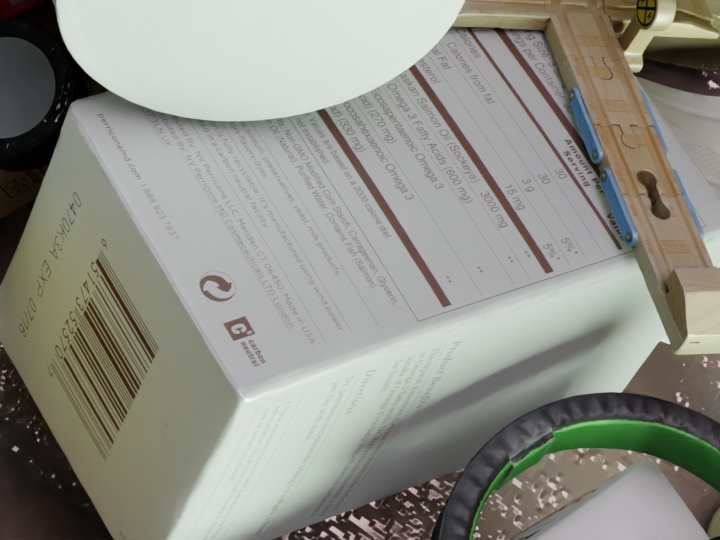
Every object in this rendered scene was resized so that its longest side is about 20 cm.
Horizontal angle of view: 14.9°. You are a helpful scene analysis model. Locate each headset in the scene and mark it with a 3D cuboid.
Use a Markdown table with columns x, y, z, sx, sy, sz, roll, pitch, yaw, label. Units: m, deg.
| x | y | z | sx | sy | sz | roll | pitch | yaw | label |
| --- | --- | --- | --- | --- | --- | --- | --- | --- | --- |
| 0.104 | 0.133 | 0.858 | 0.123 | 0.094 | 0.200 | -31 | 70 | -24 | headset |

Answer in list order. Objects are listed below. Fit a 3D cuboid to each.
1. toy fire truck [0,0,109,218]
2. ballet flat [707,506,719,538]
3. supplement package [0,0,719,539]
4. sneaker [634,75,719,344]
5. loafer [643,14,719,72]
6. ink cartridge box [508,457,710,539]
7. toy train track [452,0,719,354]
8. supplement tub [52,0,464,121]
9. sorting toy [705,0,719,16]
| x | y | z | sx | sy | sz | roll | pitch | yaw | label |
| --- | --- | --- | --- | --- | --- | --- | --- | --- | --- |
| -0.155 | -0.114 | 0.941 | 0.176 | 0.129 | 0.200 | -30 | 76 | 0 | toy fire truck |
| 0.198 | 0.166 | 1.035 | 0.069 | 0.069 | 0.200 | -32 | 85 | -27 | ballet flat |
| 0.000 | 0.000 | 0.906 | 0.200 | 0.117 | 0.117 | -17 | 62 | -33 | supplement package |
| 0.150 | -0.012 | 1.048 | 0.200 | 0.074 | 0.116 | 7 | 40 | -21 | sneaker |
| 0.074 | -0.101 | 1.079 | 0.200 | 0.076 | 0.068 | 10 | 75 | -15 | loafer |
| 0.023 | 0.160 | 0.925 | 0.200 | 0.146 | 0.084 | -32 | 85 | -28 | ink cartridge box |
| 0.084 | -0.063 | 0.891 | 0.114 | 0.033 | 0.200 | 0 | 54 | -26 | toy train track |
| -0.041 | -0.161 | 0.844 | 0.144 | 0.144 | 0.200 | 3 | 55 | -20 | supplement tub |
| 0.090 | -0.144 | 0.940 | 0.185 | 0.200 | 0.036 | 39 | 94 | -20 | sorting toy |
